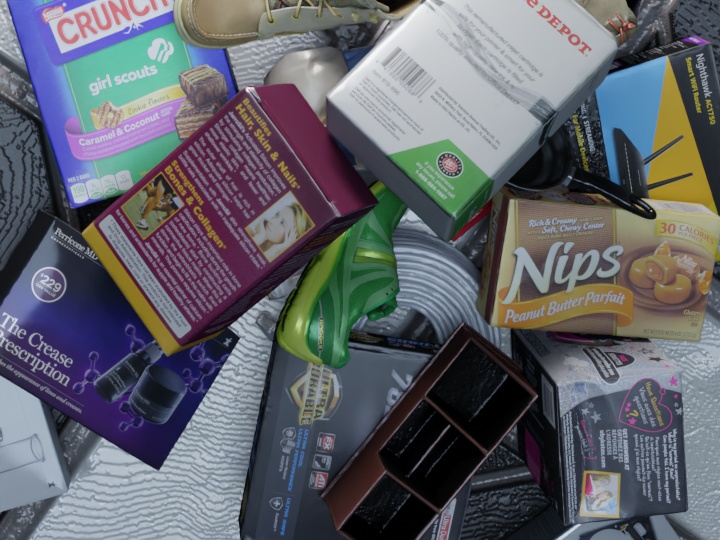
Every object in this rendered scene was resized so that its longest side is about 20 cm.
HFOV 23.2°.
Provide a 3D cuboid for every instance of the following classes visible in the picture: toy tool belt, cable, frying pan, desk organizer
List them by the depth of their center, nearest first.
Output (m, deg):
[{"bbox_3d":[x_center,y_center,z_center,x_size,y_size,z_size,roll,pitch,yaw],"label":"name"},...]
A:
[{"bbox_3d":[0.058,0.151,1.492,0.072,0.077,0.200,37,96,-16],"label":"desk organizer"},{"bbox_3d":[0.162,-0.105,1.507,0.189,0.116,0.031,14,143,-24],"label":"frying pan"},{"bbox_3d":[0.016,-0.127,1.518,0.198,0.125,0.124,-11,77,-5],"label":"toy tool belt"},{"bbox_3d":[0.030,0.062,1.591,0.199,0.069,0.201,-35,103,2],"label":"cable"}]

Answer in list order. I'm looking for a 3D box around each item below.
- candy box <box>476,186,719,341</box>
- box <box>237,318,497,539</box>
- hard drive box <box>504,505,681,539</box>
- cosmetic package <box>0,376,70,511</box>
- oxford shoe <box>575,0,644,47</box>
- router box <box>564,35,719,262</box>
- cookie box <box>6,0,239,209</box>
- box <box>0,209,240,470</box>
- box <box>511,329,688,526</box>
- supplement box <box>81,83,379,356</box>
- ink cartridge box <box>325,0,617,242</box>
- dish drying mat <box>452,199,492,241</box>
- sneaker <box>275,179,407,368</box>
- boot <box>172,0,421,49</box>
[{"bbox_3d":[0.209,-0.006,1.544,0.198,0.055,0.117,5,105,-11],"label":"candy box"},{"bbox_3d":[0.005,0.156,1.552,0.197,0.050,0.202,10,104,-8],"label":"box"},{"bbox_3d":[0.215,0.301,1.656,0.199,0.077,0.156,-37,102,3],"label":"hard drive box"},{"bbox_3d":[-0.360,0.122,1.574,0.149,0.052,0.202,-17,103,-5],"label":"cosmetic package"},{"bbox_3d":[0.195,-0.209,1.504,0.201,0.074,0.071,-61,141,-23],"label":"oxford shoe"},{"bbox_3d":[0.260,-0.094,1.583,0.148,0.051,0.202,-18,109,-4],"label":"router box"},{"bbox_3d":[-0.198,-0.177,1.517,0.170,0.075,0.202,-16,102,-2],"label":"cookie box"},{"bbox_3d":[-0.228,0.061,1.533,0.199,0.079,0.142,34,82,-21],"label":"box"},{"bbox_3d":[0.210,0.126,1.556,0.114,0.200,0.133,-6,103,-6],"label":"box"},{"bbox_3d":[-0.107,-0.043,1.445,0.199,0.103,0.131,-37,84,20],"label":"supplement box"},{"bbox_3d":[0.089,-0.148,1.418,0.147,0.083,0.200,44,80,9],"label":"ink cartridge box"},{"bbox_3d":[0.135,-0.119,1.591,0.200,0.018,0.077,-43,103,4],"label":"dish drying mat"},{"bbox_3d":[0.000,0.000,1.508,0.083,0.074,0.201,35,66,-8],"label":"sneaker"},{"bbox_3d":[-0.040,-0.228,1.447,0.199,0.154,0.073,-18,106,-32],"label":"boot"}]
